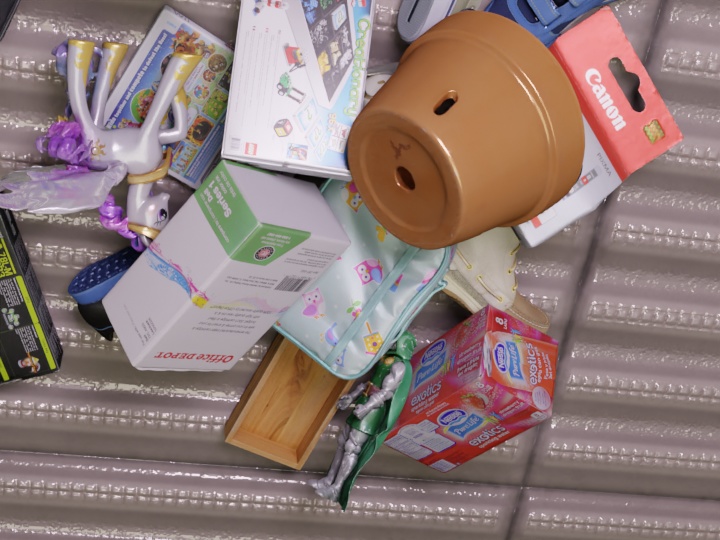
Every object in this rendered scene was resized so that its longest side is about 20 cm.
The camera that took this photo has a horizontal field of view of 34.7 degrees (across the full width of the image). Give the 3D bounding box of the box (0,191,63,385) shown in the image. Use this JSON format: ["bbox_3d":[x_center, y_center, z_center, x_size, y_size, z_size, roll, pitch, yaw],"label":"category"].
[{"bbox_3d":[-0.431,0.035,1.198,0.190,0.048,0.203,-15,118,-2],"label":"box"}]

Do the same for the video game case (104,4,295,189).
[{"bbox_3d":[-0.146,-0.150,1.153,0.198,0.018,0.144,30,111,-21],"label":"video game case"}]

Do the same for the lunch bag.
[{"bbox_3d":[0.000,0.000,1.178,0.160,0.077,0.201,39,103,10],"label":"lunch bag"}]

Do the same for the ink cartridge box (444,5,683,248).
[{"bbox_3d":[0.207,-0.142,1.143,0.198,0.050,0.163,-32,96,3],"label":"ink cartridge box"}]

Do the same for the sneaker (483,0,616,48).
[{"bbox_3d":[0.192,-0.269,1.087,0.198,0.082,0.075,-32,81,5],"label":"sneaker"}]

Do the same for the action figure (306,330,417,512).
[{"bbox_3d":[0.008,0.157,1.265,0.054,0.118,0.202,29,85,-16],"label":"action figure"}]

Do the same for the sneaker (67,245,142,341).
[{"bbox_3d":[-0.203,0.008,1.205,0.197,0.071,0.078,-21,124,11],"label":"sneaker"}]

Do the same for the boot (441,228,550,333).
[{"bbox_3d":[0.160,-0.024,1.231,0.199,0.072,0.155,34,107,-19],"label":"boot"}]

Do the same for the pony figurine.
[{"bbox_3d":[-0.244,-0.111,1.080,0.190,0.166,0.203,4,103,-18],"label":"pony figurine"}]

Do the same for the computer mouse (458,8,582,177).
[{"bbox_3d":[0.148,-0.158,1.087,0.058,0.034,0.201,-37,105,6],"label":"computer mouse"}]

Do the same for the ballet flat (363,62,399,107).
[{"bbox_3d":[-0.012,-0.159,1.125,0.197,0.064,0.068,-9,110,-12],"label":"ballet flat"}]

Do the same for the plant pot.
[{"bbox_3d":[0.081,-0.111,1.035,0.139,0.198,0.203,-36,126,-33],"label":"plant pot"}]

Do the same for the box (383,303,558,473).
[{"bbox_3d":[0.114,0.132,1.248,0.099,0.097,0.200,27,142,-20],"label":"box"}]

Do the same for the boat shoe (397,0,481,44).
[{"bbox_3d":[0.100,-0.301,1.086,0.061,0.072,0.202,6,124,-39],"label":"boat shoe"}]

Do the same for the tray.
[{"bbox_3d":[-0.066,0.124,1.300,0.098,0.037,0.202,23,112,-18],"label":"tray"}]

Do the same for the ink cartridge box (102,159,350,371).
[{"bbox_3d":[-0.129,0.002,1.105,0.200,0.084,0.144,-45,152,22],"label":"ink cartridge box"}]

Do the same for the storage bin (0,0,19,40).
[{"bbox_3d":[-0.379,-0.287,0.985,0.198,0.094,0.137,26,94,-21],"label":"storage bin"}]

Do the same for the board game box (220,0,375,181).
[{"bbox_3d":[-0.056,-0.192,1.071,0.124,0.035,0.204,8,84,-7],"label":"board game box"}]
